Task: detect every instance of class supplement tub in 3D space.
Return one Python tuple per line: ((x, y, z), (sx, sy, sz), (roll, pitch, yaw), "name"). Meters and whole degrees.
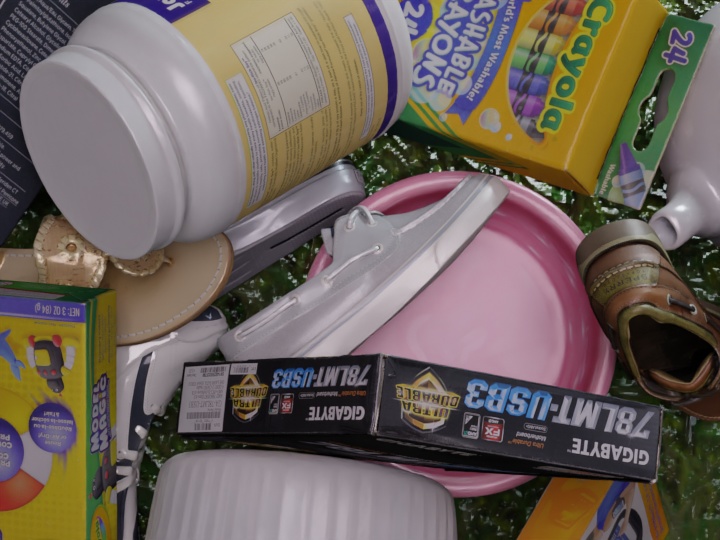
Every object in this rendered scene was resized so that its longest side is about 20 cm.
((-0.083, -0.105, 1.391), (0.199, 0.145, 0.146), (-32, 86, -33), "supplement tub")

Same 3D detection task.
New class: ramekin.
((-0.035, 0.168, 1.406), (0.199, 0.201, 0.099), (6, 77, -2), "ramekin")

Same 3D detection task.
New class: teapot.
((0.279, -0.095, 1.467), (0.196, 0.146, 0.202), (9, 87, 0), "teapot")

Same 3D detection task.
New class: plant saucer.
((0.059, 0.040, 1.495), (0.199, 0.051, 0.202), (0, 84, -3), "plant saucer")

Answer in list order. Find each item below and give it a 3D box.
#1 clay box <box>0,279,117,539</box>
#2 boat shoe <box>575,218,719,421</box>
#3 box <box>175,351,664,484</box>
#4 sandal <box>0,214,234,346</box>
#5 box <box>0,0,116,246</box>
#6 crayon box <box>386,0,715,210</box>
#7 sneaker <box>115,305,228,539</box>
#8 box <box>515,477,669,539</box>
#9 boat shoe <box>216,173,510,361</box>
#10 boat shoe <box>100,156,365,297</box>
((-0.202, 0.108, 1.398), (0.114, 0.048, 0.202), (4, 100, 18), "clay box")
((0.186, 0.050, 1.434), (0.072, 0.200, 0.068), (-30, 49, 17), "boat shoe")
((0.031, 0.083, 1.328), (0.199, 0.198, 0.050), (11, 83, -35), "box")
((-0.184, 0.001, 1.423), (0.210, 0.070, 0.078), (-6, 70, 26), "sandal")
((-0.234, -0.141, 1.440), (0.148, 0.107, 0.201), (28, 82, 41), "box")
((0.101, -0.127, 1.468), (0.199, 0.052, 0.127), (19, 82, 30), "crayon box")
((-0.144, 0.118, 1.462), (0.198, 0.079, 0.130), (-32, 87, -6), "sneaker")
((0.116, 0.198, 1.419), (0.041, 0.119, 0.201), (17, 62, 28), "box")
((0.000, 0.000, 1.442), (0.200, 0.072, 0.069), (-41, 87, 3), "boat shoe")
((-0.096, -0.028, 1.493), (0.199, 0.072, 0.071), (-27, 69, -9), "boat shoe")
